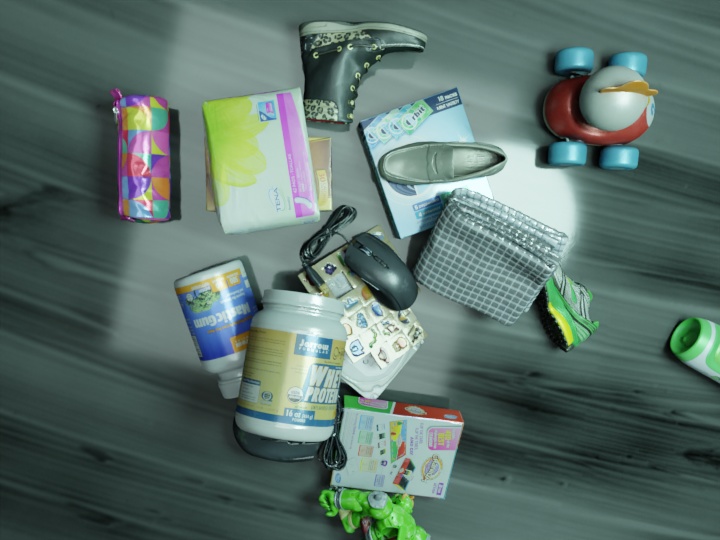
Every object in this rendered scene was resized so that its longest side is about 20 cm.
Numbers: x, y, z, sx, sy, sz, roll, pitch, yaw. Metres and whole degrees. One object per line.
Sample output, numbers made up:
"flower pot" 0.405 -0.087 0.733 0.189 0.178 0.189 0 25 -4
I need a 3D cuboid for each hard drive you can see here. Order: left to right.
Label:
"hard drive" -0.012 0.106 1.034 0.200 0.038 0.140 41 90 -6

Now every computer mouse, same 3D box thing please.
"computer mouse" -0.124 0.258 0.996 0.199 0.053 0.139 -3 96 18
"computer mouse" 0.000 0.000 0.986 0.140 0.046 0.200 -42 94 -21

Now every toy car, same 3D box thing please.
"toy car" 0.395 -0.258 0.955 0.176 0.200 0.185 3 95 -5

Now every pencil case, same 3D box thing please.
"pencil case" -0.340 -0.173 0.962 0.088 0.088 0.201 -3 94 -4

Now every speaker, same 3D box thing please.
"speaker" 0.640 0.158 1.067 0.199 0.088 0.089 29 92 -6

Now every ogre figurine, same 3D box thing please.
"ogre figurine" 0.037 0.418 1.014 0.120 0.098 0.201 -28 94 40

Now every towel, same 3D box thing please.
"towel" 0.197 -0.015 0.966 0.199 0.086 0.166 27 131 6

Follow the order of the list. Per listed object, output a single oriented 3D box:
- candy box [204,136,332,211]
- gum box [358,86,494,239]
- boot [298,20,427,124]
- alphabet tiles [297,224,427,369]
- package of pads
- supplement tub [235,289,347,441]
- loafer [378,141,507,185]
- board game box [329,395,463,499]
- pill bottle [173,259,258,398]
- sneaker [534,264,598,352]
"candy box" -0.145 -0.153 0.993 0.199 0.056 0.117 -1 94 -6
"gum box" 0.109 -0.174 1.017 0.169 0.045 0.201 -20 95 -3
"boot" 0.000 -0.309 0.985 0.202 0.073 0.155 4 96 2
"alphabet tiles" 0.019 0.050 1.011 0.167 0.008 0.201 -33 91 -20
"package of pads" -0.150 -0.161 0.930 0.154 0.068 0.201 -10 94 -4
"supplement tub" -0.097 0.137 0.907 0.144 0.145 0.201 9 83 -5
"loafer" 0.128 -0.170 0.961 0.199 0.070 0.070 -7 95 -4
"board game box" 0.057 0.297 1.036 0.199 0.040 0.154 9 108 -5
"pill bottle" -0.210 0.093 0.979 0.112 0.112 0.201 -19 95 -3
"sneaker" 0.334 0.032 1.045 0.085 0.078 0.201 -29 105 -9
